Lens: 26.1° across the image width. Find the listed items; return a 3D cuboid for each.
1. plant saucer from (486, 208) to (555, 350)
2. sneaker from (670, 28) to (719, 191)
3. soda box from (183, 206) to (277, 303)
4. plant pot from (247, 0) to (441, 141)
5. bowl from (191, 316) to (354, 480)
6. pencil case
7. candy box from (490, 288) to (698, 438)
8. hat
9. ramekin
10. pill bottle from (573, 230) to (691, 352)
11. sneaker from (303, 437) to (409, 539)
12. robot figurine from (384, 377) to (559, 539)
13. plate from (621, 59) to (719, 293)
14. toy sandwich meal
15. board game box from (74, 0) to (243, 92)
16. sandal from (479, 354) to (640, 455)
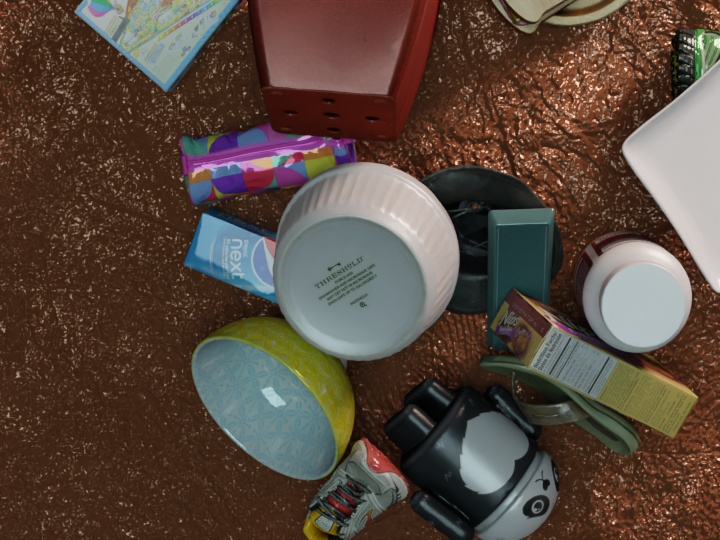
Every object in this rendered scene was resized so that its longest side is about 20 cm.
[{"bbox_3d":[0.170,0.015,1.663,0.069,0.019,0.201,-2,133,1],"label":"plant saucer"},{"bbox_3d":[0.376,-0.156,1.658,0.084,0.078,0.203,-1,96,3],"label":"sneaker"},{"bbox_3d":[-0.088,-0.002,1.712,0.198,0.068,0.065,22,98,1],"label":"soda box"},{"bbox_3d":[-0.022,-0.239,1.588,0.197,0.200,0.178,5,76,4],"label":"plant pot"},{"bbox_3d":[-0.075,0.118,1.695,0.200,0.200,0.108,46,55,-2],"label":"bowl"},{"bbox_3d":[-0.098,-0.126,1.691,0.198,0.088,0.089,-12,96,6],"label":"pencil case"},{"bbox_3d":[0.245,0.097,1.644,0.199,0.117,0.057,27,100,-22],"label":"candy box"},{"bbox_3d":[0.121,-0.050,1.676,0.198,0.081,0.202,2,130,2],"label":"hat"},{"bbox_3d":[0.000,0.000,1.600,0.200,0.094,0.205,4,114,10],"label":"ramekin"},{"bbox_3d":[0.284,0.023,1.624,0.112,0.200,0.114,1,97,4],"label":"pill bottle"},{"bbox_3d":[-0.008,0.249,1.670,0.078,0.200,0.082,43,59,11],"label":"sneaker"},{"bbox_3d":[0.124,0.207,1.694,0.200,0.125,0.151,41,97,-2],"label":"robot figurine"},{"bbox_3d":[0.387,-0.113,1.620,0.199,0.032,0.201,-41,107,-10],"label":"plate"},{"bbox_3d":[0.216,-0.351,1.648,0.203,0.070,0.208,0,97,4],"label":"toy sandwich meal"},{"bbox_3d":[-0.198,-0.316,1.698,0.134,0.034,0.200,40,98,-2],"label":"board game box"},{"bbox_3d":[0.215,0.152,1.697,0.200,0.080,0.058,34,77,-5],"label":"sandal"}]
